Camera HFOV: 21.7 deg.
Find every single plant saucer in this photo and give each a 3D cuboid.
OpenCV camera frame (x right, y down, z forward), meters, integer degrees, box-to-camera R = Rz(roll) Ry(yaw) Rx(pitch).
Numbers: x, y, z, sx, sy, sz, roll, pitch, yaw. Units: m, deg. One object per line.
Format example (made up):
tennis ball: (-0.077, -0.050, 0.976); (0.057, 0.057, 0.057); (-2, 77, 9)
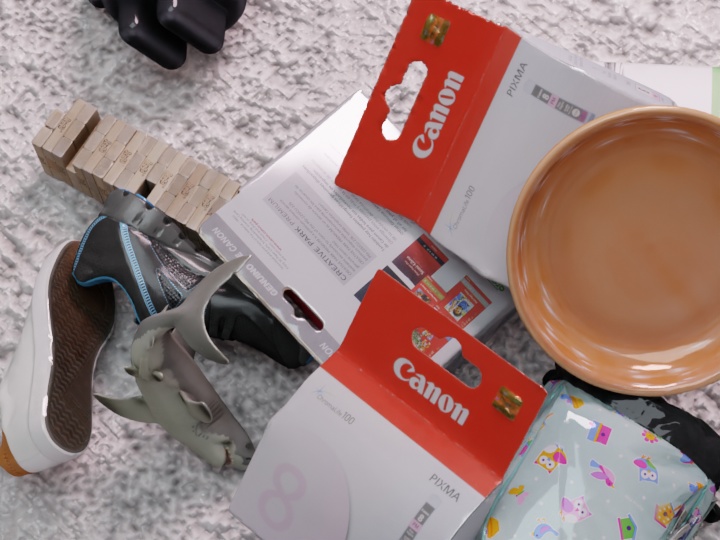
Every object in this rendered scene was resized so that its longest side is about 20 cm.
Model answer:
plant saucer: (0.197, -0.015, 1.277); (0.198, 0.037, 0.202); (0, 105, 1)

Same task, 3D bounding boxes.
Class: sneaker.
sneaker: (-0.242, 0.065, 1.431); (0.084, 0.073, 0.201); (-29, 39, 33)
sneaker: (-0.126, 0.024, 1.433); (0.199, 0.073, 0.082); (33, 80, 6)

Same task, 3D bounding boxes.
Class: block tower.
block tower: (-0.162, -0.067, 1.492); (0.199, 0.058, 0.054); (28, 71, 15)

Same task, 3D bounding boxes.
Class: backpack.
backpack: (0.151, 0.170, 1.315); (0.166, 0.127, 0.201); (31, 72, 15)

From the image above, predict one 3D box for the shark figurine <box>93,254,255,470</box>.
shark figurine: (-0.127, 0.053, 1.350); (0.127, 0.215, 0.090); (19, 57, 15)

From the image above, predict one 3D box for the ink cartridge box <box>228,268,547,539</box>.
ink cartridge box: (0.014, 0.126, 1.276); (0.162, 0.057, 0.201); (36, 115, 28)

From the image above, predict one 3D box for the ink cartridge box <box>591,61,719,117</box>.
ink cartridge box: (0.203, -0.086, 1.420); (0.198, 0.146, 0.085); (4, 64, 6)

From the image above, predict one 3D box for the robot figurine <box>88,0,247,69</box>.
robot figurine: (-0.153, -0.270, 1.547); (0.149, 0.125, 0.202); (2, 65, -3)

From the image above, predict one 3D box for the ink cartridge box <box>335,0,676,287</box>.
ink cartridge box: (0.099, -0.082, 1.322); (0.199, 0.057, 0.163); (23, 109, -5)

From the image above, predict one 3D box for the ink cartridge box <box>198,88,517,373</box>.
ink cartridge box: (0.000, 0.000, 1.399); (0.175, 0.084, 0.200); (-40, 80, -22)
